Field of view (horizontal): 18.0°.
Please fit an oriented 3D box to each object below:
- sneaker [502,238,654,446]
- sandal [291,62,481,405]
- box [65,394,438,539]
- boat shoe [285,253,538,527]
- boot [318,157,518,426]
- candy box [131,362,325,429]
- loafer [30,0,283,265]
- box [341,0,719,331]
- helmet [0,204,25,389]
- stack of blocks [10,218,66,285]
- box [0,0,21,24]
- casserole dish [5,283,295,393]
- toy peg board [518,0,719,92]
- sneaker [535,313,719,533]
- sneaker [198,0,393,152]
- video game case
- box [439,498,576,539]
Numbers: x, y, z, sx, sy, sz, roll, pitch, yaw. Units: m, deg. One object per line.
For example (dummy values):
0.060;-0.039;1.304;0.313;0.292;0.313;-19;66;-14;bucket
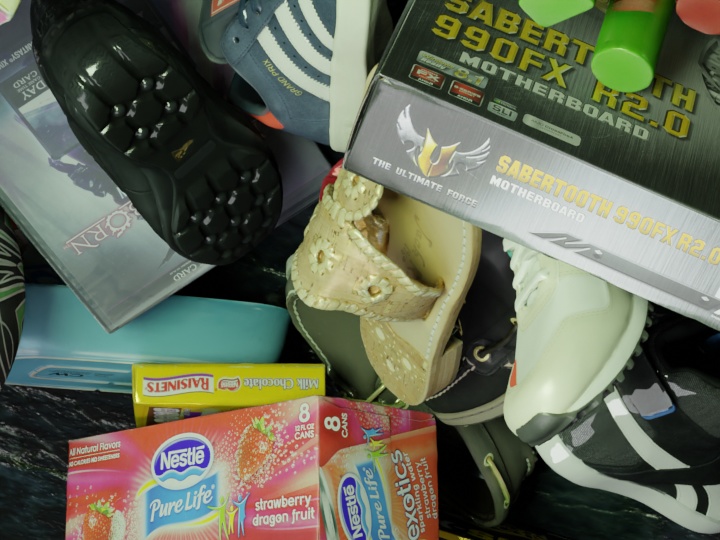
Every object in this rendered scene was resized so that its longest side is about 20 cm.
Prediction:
0.080;-0.017;0.972;0.093;0.201;0.070;35;140;-11;sneaker
0.004;0.004;1.013;0.078;0.069;0.213;44;155;29;sandal
-0.060;0.130;1.200;0.199;0.101;0.095;-12;162;42;box
0.027;0.065;1.239;0.072;0.061;0.202;-14;134;41;boat shoe
0.047;-0.008;1.113;0.150;0.074;0.200;31;144;-16;boot
-0.075;0.080;1.266;0.101;0.027;0.200;-2;167;-5;candy box
-0.091;-0.066;1.041;0.071;0.068;0.201;50;179;31;loafer
0.106;-0.059;0.917;0.199;0.159;0.049;24;126;1;box
-0.255;0.011;1.087;0.190;0.201;0.200;-13;134;34;helmet
-0.164;-0.071;1.149;0.114;0.059;0.200;-4;140;33;stack of blocks
-0.181;-0.173;0.882;0.097;0.201;0.175;40;143;-27;box
-0.130;0.041;1.238;0.198;0.039;0.121;7;165;-23;casserole dish
0.111;-0.167;0.826;0.200;0.098;0.198;38;143;-26;toy peg board
0.182;0.073;1.125;0.112;0.074;0.199;-33;150;32;sneaker
-0.029;-0.123;0.987;0.084;0.075;0.201;13;146;6;sneaker
-0.112;-0.071;1.083;0.142;0.019;0.200;-32;131;3;video game case
0.063;0.167;1.309;0.198;0.050;0.160;17;-177;7;box
